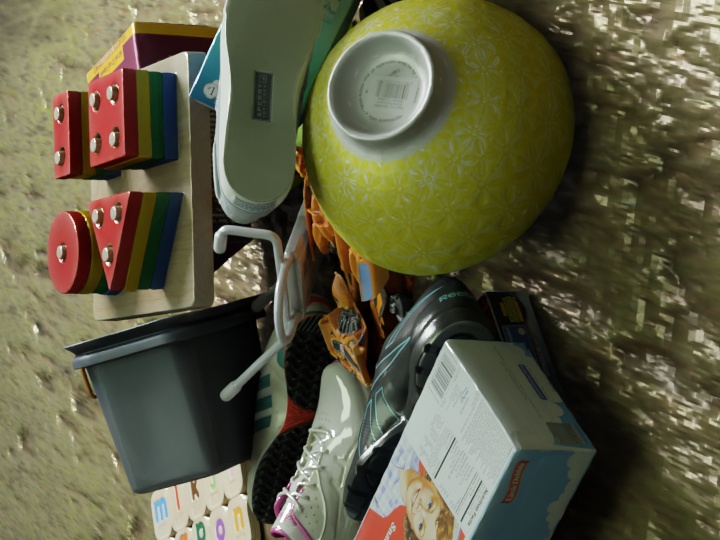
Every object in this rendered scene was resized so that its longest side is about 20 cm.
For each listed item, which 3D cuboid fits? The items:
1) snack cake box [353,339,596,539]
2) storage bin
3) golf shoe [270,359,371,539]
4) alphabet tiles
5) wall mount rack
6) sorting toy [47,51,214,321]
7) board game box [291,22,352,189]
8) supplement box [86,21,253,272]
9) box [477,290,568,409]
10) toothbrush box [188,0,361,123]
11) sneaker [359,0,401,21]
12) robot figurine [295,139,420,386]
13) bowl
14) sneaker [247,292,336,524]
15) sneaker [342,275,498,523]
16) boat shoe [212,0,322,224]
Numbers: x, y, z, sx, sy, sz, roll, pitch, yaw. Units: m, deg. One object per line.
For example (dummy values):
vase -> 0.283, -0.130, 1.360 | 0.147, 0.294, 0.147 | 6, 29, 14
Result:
snack cake box -> 0.071, 0.160, 1.425 | 0.115, 0.067, 0.200 | 57, 134, 44
storage bin -> -0.153, 0.107, 1.772 | 0.145, 0.200, 0.135 | -16, 88, 18
golf shoe -> -0.025, 0.170, 1.655 | 0.075, 0.091, 0.201 | -3, 89, 63
alphabet tiles -> -0.143, 0.229, 1.945 | 0.200, 0.015, 0.196 | -37, 59, 55
wall mount rack -> -0.070, 0.003, 1.684 | 0.200, 0.074, 0.174 | -72, -17, -51
sorting toy -> -0.194, -0.064, 1.704 | 0.200, 0.069, 0.200 | -9, 82, 60
board game box -> -0.066, -0.128, 1.773 | 0.200, 0.047, 0.102 | -32, 62, 56
supplement box -> -0.165, -0.099, 1.812 | 0.110, 0.085, 0.201 | -36, 59, 55
box -> 0.079, 0.124, 1.524 | 0.200, 0.040, 0.137 | -54, 45, 46
toothbrush box -> -0.043, -0.210, 1.585 | 0.146, 0.085, 0.201 | -68, 2, -78
sneaker -> 0.032, -0.105, 1.588 | 0.116, 0.075, 0.200 | 113, 153, -43
robot figurine -> 0.000, 0.000, 1.597 | 0.145, 0.058, 0.201 | -142, 39, -59
bowl -> 0.036, -0.107, 1.436 | 0.199, 0.108, 0.201 | -8, 71, 24
sneaker -> -0.052, 0.111, 1.747 | 0.093, 0.070, 0.200 | -112, 30, -63
sneaker -> 0.041, 0.095, 1.498 | 0.200, 0.075, 0.079 | -63, 25, 28
boat shoe -> -0.073, -0.128, 1.480 | 0.072, 0.070, 0.202 | 133, 145, -65
